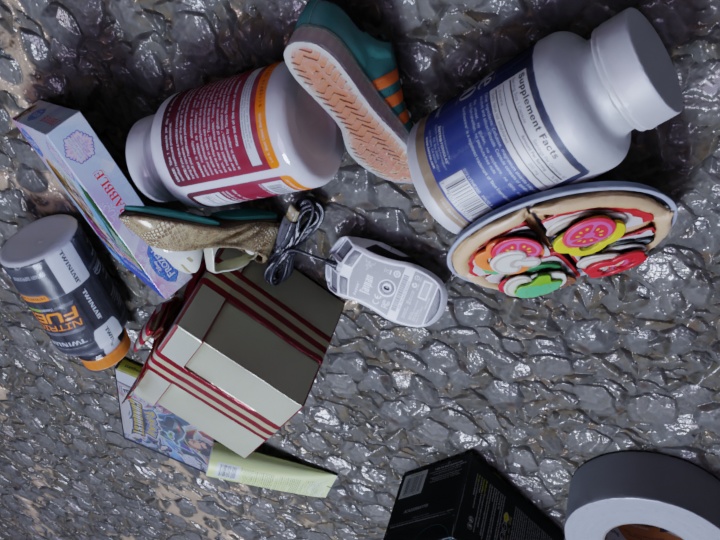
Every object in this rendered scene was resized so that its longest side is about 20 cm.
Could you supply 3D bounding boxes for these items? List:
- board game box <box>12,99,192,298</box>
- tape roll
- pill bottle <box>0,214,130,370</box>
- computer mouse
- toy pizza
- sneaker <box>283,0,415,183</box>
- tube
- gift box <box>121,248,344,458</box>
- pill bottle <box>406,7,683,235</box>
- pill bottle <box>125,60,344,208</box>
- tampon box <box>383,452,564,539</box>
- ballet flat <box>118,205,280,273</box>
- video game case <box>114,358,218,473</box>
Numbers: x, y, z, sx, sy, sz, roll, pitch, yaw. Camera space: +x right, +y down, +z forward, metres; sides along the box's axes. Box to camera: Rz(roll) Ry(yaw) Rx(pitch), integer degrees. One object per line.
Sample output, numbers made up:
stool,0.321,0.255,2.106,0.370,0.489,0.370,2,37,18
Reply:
board game box,-0.280,-0.081,0.793,0.199,0.041,0.202,23,147,54
tape roll,0.351,0.311,0.900,0.196,0.067,0.203,14,134,15
pill bottle,-0.373,0.037,0.967,0.104,0.107,0.203,1,131,24
computer mouse,0.000,0.000,0.794,0.197,0.044,0.111,24,114,1
toy pizza,0.173,-0.016,0.638,0.195,0.032,0.201,-6,159,-2
sneaker,0.012,-0.156,0.640,0.070,0.081,0.200,7,154,33
tube,-0.138,0.313,1.143,0.196,0.053,0.058,15,178,-7
gift box,-0.158,0.092,0.860,0.185,0.186,0.200,35,129,-12
pill bottle,0.140,-0.114,0.582,0.198,0.112,0.111,-27,116,40
pill bottle,-0.123,-0.122,0.699,0.196,0.114,0.114,-6,127,29
tampon box,0.154,0.372,1.005,0.200,0.127,0.149,43,134,-17
ballet flat,-0.155,-0.029,0.747,0.070,0.198,0.067,17,102,38
video game case,-0.300,0.239,1.172,0.177,0.026,0.202,20,135,7
